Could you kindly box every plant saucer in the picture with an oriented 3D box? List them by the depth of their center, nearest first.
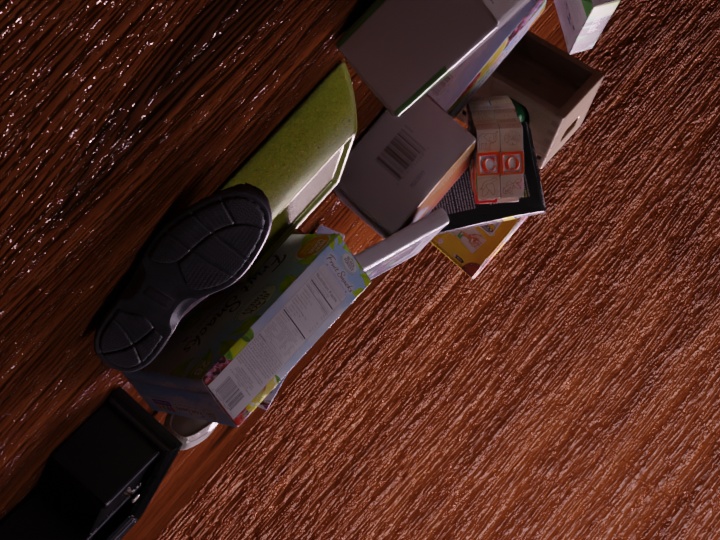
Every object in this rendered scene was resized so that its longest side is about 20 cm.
[{"bbox_3d":[-0.072,-0.072,1.241,0.200,0.048,0.200,-48,176,-17],"label":"plant saucer"}]

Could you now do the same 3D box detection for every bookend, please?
[{"bbox_3d":[-0.300,0.254,1.405,0.199,0.092,0.200,-46,173,-39],"label":"bookend"}]

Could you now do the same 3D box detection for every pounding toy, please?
[{"bbox_3d":[0.230,-0.246,2.057,0.200,0.183,0.143,-45,162,-44],"label":"pounding toy"}]

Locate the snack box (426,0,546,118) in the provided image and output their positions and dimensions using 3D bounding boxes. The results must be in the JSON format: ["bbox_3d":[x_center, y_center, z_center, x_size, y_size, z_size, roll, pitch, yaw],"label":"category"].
[{"bbox_3d":[0.152,-0.278,1.694,0.200,0.053,0.142,-50,177,3],"label":"snack box"}]

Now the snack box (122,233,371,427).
[{"bbox_3d":[-0.111,0.051,1.298,0.200,0.068,0.168,-48,-153,-25],"label":"snack box"}]

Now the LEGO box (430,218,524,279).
[{"bbox_3d":[0.158,-0.107,2.228,0.149,0.200,0.077,-48,175,2],"label":"LEGO box"}]

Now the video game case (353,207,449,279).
[{"bbox_3d":[0.000,0.000,1.598,0.199,0.024,0.182,-29,175,-13],"label":"video game case"}]

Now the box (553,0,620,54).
[{"bbox_3d":[0.247,-0.343,1.551,0.036,0.146,0.200,-15,175,1],"label":"box"}]

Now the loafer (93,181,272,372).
[{"bbox_3d":[-0.143,-0.004,1.085,0.200,0.072,0.063,-45,-163,22],"label":"loafer"}]

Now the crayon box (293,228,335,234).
[{"bbox_3d":[-0.120,0.029,1.578,0.200,0.051,0.127,-45,174,-40],"label":"crayon box"}]

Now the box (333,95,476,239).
[{"bbox_3d":[0.052,-0.123,1.659,0.153,0.106,0.200,-49,175,0],"label":"box"}]

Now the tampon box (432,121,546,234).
[{"bbox_3d":[0.154,-0.125,1.926,0.198,0.128,0.150,-12,-179,10],"label":"tampon box"}]

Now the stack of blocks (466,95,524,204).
[{"bbox_3d":[0.170,-0.145,1.719,0.200,0.058,0.116,-86,172,-72],"label":"stack of blocks"}]

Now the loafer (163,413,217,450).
[{"bbox_3d":[-0.199,0.159,1.814,0.200,0.070,0.070,-56,178,-47],"label":"loafer"}]

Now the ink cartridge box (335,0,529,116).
[{"bbox_3d":[0.092,-0.236,1.126,0.146,0.084,0.200,-38,-174,47],"label":"ink cartridge box"}]

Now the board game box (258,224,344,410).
[{"bbox_3d":[-0.092,0.066,1.844,0.200,0.041,0.201,121,-8,-63],"label":"board game box"}]
